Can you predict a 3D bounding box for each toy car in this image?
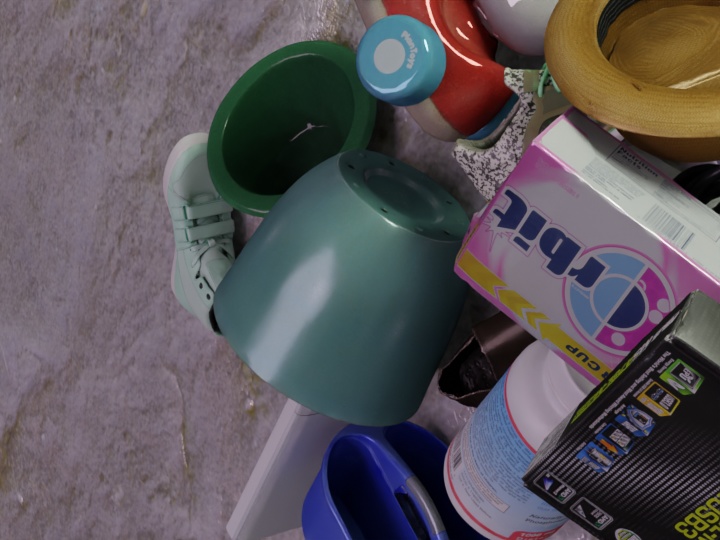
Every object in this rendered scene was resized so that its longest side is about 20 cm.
[{"bbox_3d":[0.102,-0.211,1.078,0.199,0.184,0.178,-28,72,21],"label":"toy car"}]

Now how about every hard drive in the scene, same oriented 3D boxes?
[{"bbox_3d":[-0.035,0.165,1.327,0.027,0.131,0.201,54,135,30],"label":"hard drive"}]

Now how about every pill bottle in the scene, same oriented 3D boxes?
[{"bbox_3d":[0.144,0.117,1.081,0.109,0.108,0.201,62,148,23],"label":"pill bottle"}]

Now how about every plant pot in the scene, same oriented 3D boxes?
[{"bbox_3d":[0.000,0.000,1.204,0.201,0.199,0.162,49,122,34],"label":"plant pot"}]

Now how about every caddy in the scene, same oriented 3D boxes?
[{"bbox_3d":[0.039,0.221,1.238,0.201,0.140,0.105,60,143,24],"label":"caddy"}]

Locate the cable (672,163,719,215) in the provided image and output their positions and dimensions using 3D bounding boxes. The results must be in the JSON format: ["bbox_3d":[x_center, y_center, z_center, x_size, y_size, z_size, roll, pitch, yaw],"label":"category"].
[{"bbox_3d":[0.264,0.009,0.918,0.199,0.050,0.165,-2,97,50],"label":"cable"}]

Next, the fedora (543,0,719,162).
[{"bbox_3d":[0.216,-0.128,0.919,0.201,0.200,0.082,46,160,36],"label":"fedora"}]

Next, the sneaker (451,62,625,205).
[{"bbox_3d":[0.142,-0.118,1.019,0.089,0.077,0.200,43,105,-9],"label":"sneaker"}]

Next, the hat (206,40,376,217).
[{"bbox_3d":[-0.038,-0.090,1.372,0.200,0.176,0.166,-41,57,7],"label":"hat"}]

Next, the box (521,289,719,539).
[{"bbox_3d":[0.216,0.126,0.847,0.192,0.048,0.200,37,143,3],"label":"box"}]

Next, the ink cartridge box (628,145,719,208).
[{"bbox_3d":[0.239,0.004,0.997,0.200,0.039,0.100,38,126,32],"label":"ink cartridge box"}]

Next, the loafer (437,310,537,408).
[{"bbox_3d":[0.127,0.059,1.141,0.200,0.071,0.073,-50,59,45],"label":"loafer"}]

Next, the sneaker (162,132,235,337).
[{"bbox_3d":[-0.144,-0.032,1.474,0.118,0.073,0.202,42,139,48],"label":"sneaker"}]

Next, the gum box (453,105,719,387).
[{"bbox_3d":[0.161,0.003,0.895,0.199,0.066,0.114,39,129,10],"label":"gum box"}]
